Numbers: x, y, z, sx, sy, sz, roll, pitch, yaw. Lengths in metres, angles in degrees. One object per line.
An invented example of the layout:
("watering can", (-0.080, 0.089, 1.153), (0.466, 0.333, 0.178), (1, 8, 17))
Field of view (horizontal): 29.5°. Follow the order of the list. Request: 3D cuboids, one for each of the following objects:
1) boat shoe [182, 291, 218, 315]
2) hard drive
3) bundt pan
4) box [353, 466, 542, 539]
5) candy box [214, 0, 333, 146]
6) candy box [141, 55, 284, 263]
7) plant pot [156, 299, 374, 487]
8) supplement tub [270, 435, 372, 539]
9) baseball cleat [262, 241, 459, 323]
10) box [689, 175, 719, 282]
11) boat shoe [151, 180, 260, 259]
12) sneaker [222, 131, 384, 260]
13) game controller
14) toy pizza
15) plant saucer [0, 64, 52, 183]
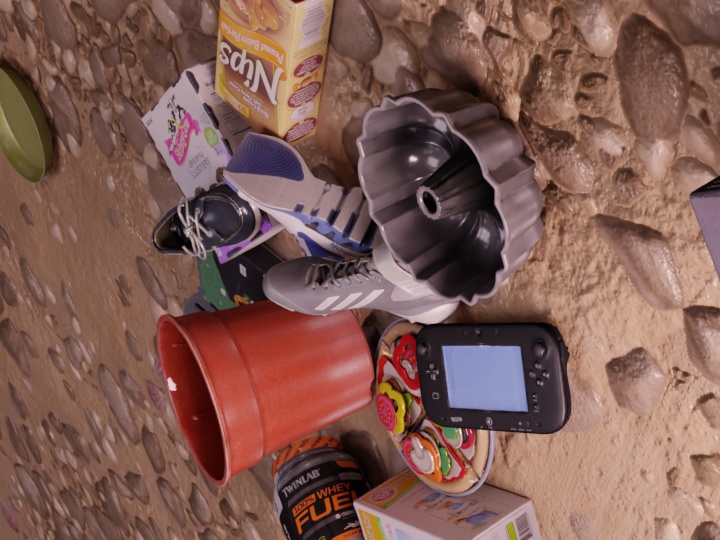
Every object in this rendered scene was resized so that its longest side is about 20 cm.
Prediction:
("boat shoe", (-0.154, 0.098, 1.775), (0.200, 0.072, 0.062), (43, 173, 34))
("hard drive", (-0.137, 0.021, 1.696), (0.200, 0.038, 0.140), (36, 141, 37))
("bundt pan", (0.088, -0.075, 1.221), (0.202, 0.076, 0.202), (39, 144, 36))
("box", (0.099, 0.297, 1.490), (0.200, 0.101, 0.113), (11, 123, 54))
("candy box", (-0.091, -0.233, 1.392), (0.115, 0.055, 0.200), (45, 146, 26))
("candy box", (-0.153, -0.127, 1.561), (0.200, 0.071, 0.168), (61, 151, 0))
("plant pot", (-0.101, 0.116, 1.536), (0.201, 0.195, 0.201), (50, 149, 44))
("supplement tub", (-0.031, 0.308, 1.656), (0.123, 0.122, 0.200), (100, 149, -48))
("baseball cleat", (0.000, 0.000, 1.351), (0.107, 0.200, 0.070), (89, -173, -53))
("box", (0.325, 0.015, 0.886), (0.132, 0.115, 0.200), (-7, 109, 59))
("boat shoe", (-0.177, -0.054, 1.527), (0.200, 0.062, 0.075), (-6, 108, 58))
("sneaker", (-0.054, -0.052, 1.424), (0.199, 0.081, 0.115), (28, 150, 7))
("game controller", (0.125, 0.102, 1.313), (0.200, 0.042, 0.104), (-4, 85, 52))
("toy pizza", (0.069, 0.148, 1.452), (0.200, 0.032, 0.200), (30, 128, 47))
("plant saucer", (-0.527, -0.232, 2.104), (0.200, 0.031, 0.200), (38, 143, 35))
